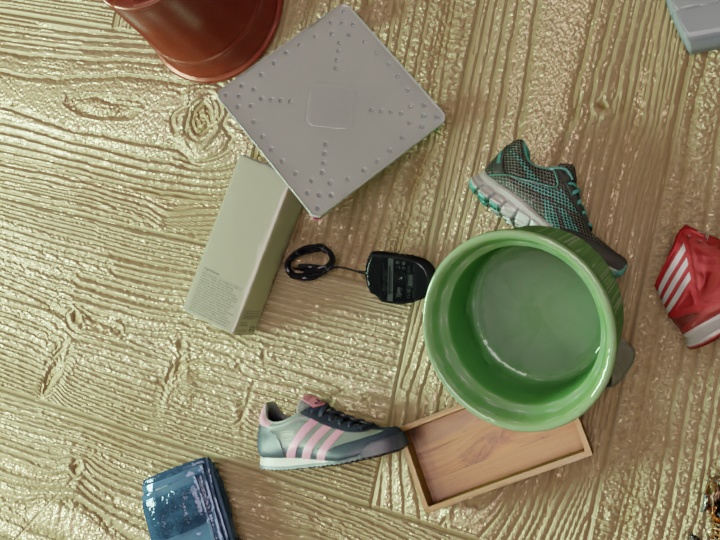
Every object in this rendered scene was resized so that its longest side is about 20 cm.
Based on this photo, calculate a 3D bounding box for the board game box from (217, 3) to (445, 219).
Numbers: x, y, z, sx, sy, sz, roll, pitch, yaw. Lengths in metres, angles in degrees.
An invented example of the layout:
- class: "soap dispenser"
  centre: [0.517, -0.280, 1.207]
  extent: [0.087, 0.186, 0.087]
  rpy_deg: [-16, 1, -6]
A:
- class: "board game box"
  centre: [-0.034, -0.189, 1.055]
  extent: [0.199, 0.026, 0.201]
  rpy_deg: [-37, 76, -12]

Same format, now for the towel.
- class: "towel"
  centre: [-0.201, 0.339, 1.089]
  extent: [0.110, 0.048, 0.204]
  rpy_deg: [-22, 80, 15]

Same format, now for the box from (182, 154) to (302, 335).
- class: "box"
  centre: [-0.138, -0.029, 1.088]
  extent: [0.081, 0.068, 0.203]
  rpy_deg: [23, 92, 17]

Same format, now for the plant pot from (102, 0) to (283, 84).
- class: "plant pot"
  centre: [-0.218, -0.352, 1.073]
  extent: [0.197, 0.195, 0.205]
  rpy_deg: [-2, 85, 17]

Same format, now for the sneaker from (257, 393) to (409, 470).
- class: "sneaker"
  centre: [-0.039, 0.181, 1.027]
  extent: [0.197, 0.070, 0.084]
  rpy_deg: [-11, 82, 27]

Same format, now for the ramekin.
- class: "ramekin"
  centre: [0.171, 0.051, 0.908]
  extent: [0.197, 0.097, 0.204]
  rpy_deg: [8, 106, 27]

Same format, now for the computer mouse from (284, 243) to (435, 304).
- class: "computer mouse"
  centre: [0.000, 0.000, 1.066]
  extent: [0.196, 0.034, 0.060]
  rpy_deg: [9, 105, 23]

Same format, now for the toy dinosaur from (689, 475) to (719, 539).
- class: "toy dinosaur"
  centre: [0.406, 0.307, 0.894]
  extent: [0.134, 0.102, 0.203]
  rpy_deg: [-16, 99, 30]

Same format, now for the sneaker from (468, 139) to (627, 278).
- class: "sneaker"
  centre: [0.217, -0.071, 0.980]
  extent: [0.199, 0.078, 0.092]
  rpy_deg: [38, 93, 15]

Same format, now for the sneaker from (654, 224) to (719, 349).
- class: "sneaker"
  centre: [0.393, -0.018, 0.917]
  extent: [0.199, 0.078, 0.117]
  rpy_deg: [-35, 78, 11]

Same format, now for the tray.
- class: "tray"
  centre: [0.148, 0.189, 0.998]
  extent: [0.197, 0.037, 0.100]
  rpy_deg: [-23, 79, 15]

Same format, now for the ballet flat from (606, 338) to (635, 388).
- class: "ballet flat"
  centre: [0.216, 0.043, 0.983]
  extent: [0.064, 0.068, 0.200]
  rpy_deg: [-40, 74, -18]

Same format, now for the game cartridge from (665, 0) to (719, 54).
- class: "game cartridge"
  centre: [0.390, -0.343, 0.966]
  extent: [0.131, 0.041, 0.204]
  rpy_deg: [-8, 83, 21]
